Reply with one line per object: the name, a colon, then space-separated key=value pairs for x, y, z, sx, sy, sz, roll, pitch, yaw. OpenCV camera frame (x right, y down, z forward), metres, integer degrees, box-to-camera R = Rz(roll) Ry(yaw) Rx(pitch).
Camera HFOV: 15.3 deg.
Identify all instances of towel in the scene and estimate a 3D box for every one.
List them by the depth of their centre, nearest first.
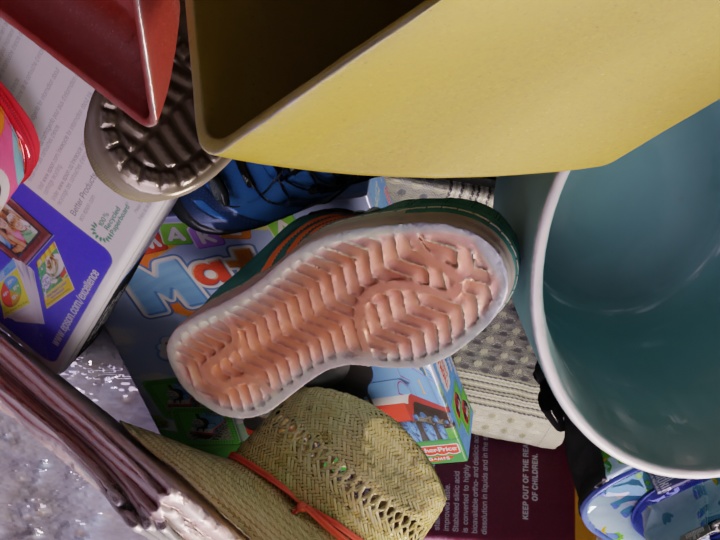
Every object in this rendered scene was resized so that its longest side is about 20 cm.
towel: x=-0.116 y=0.091 z=1.250 sx=0.032 sy=0.191 sz=0.200 roll=-49 pitch=149 yaw=-5
towel: x=0.037 y=0.011 z=1.304 sx=0.198 sy=0.035 sz=0.193 roll=13 pitch=140 yaw=-10

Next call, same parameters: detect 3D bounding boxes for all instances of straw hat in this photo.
straw hat: x=-0.012 y=0.102 z=1.253 sx=0.201 sy=0.085 sz=0.201 roll=40 pitch=175 yaw=4

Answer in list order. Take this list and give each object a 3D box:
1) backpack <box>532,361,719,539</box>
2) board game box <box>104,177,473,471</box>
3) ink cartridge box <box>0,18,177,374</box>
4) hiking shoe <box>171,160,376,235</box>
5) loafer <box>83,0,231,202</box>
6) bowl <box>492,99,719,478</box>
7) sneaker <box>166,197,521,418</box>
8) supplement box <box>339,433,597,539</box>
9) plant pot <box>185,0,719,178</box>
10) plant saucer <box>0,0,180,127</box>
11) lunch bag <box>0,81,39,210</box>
backpack: x=0.213 y=0.082 z=1.273 sx=0.199 sy=0.148 sz=0.183 roll=-28 pitch=147 yaw=18
board game box: x=-0.042 y=0.025 z=1.272 sx=0.150 sy=0.037 sz=0.201 roll=-5 pitch=138 yaw=15
ink cartridge box: x=-0.166 y=-0.076 z=1.150 sx=0.200 sy=0.043 sz=0.198 roll=38 pitch=139 yaw=1
hiking shoe: x=-0.011 y=-0.068 z=1.114 sx=0.199 sy=0.087 sz=0.075 roll=-28 pitch=97 yaw=27
loafer: x=-0.039 y=-0.098 z=1.046 sx=0.076 sy=0.200 sz=0.068 roll=54 pitch=153 yaw=-9
bowl: x=0.135 y=-0.023 z=1.137 sx=0.199 sy=0.105 sz=0.202 roll=-9 pitch=111 yaw=-24
sneaker: x=0.000 y=0.000 z=1.132 sx=0.199 sy=0.080 sz=0.072 roll=-20 pitch=113 yaw=46
supplement box: x=0.018 y=0.130 z=1.416 sx=0.198 sy=0.086 sz=0.111 roll=5 pitch=145 yaw=-4
plant pot: x=0.064 y=-0.143 z=0.954 sx=0.176 sy=0.201 sz=0.199 roll=19 pitch=143 yaw=-39
plant saucer: x=-0.134 y=-0.175 z=0.946 sx=0.199 sy=0.037 sz=0.201 roll=37 pitch=149 yaw=31
lunch bag: x=-0.230 y=-0.083 z=1.083 sx=0.175 sy=0.082 sz=0.200 roll=-10 pitch=128 yaw=43
